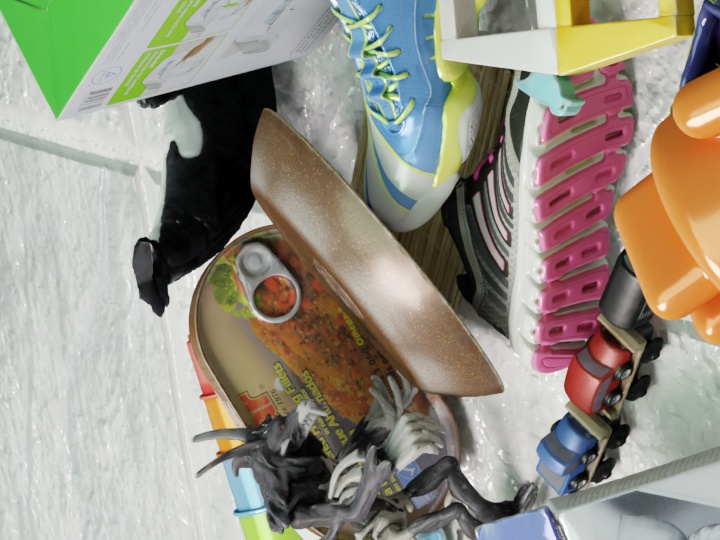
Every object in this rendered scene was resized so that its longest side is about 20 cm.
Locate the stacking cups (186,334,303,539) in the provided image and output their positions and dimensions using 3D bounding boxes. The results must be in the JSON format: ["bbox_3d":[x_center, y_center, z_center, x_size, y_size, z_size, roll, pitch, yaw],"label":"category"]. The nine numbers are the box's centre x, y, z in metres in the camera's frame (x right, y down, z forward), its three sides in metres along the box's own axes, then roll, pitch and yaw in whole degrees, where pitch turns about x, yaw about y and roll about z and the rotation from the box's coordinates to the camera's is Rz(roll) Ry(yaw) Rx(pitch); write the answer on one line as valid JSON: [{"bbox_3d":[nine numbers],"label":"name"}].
[{"bbox_3d":[-0.066,0.131,1.605,0.060,0.060,0.200,-18,93,55],"label":"stacking cups"}]

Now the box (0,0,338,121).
[{"bbox_3d":[-0.075,-0.181,1.331,0.097,0.176,0.200,62,146,14],"label":"box"}]

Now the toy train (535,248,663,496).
[{"bbox_3d":[0.130,0.053,1.312,0.034,0.046,0.200,44,140,28],"label":"toy train"}]

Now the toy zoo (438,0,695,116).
[{"bbox_3d":[0.092,-0.173,1.183,0.131,0.020,0.200,-3,93,35],"label":"toy zoo"}]

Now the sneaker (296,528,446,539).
[{"bbox_3d":[0.012,0.148,1.509,0.082,0.074,0.200,-30,94,47],"label":"sneaker"}]

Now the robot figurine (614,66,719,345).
[{"bbox_3d":[0.203,-0.049,1.057,0.200,0.117,0.144,-36,103,25],"label":"robot figurine"}]

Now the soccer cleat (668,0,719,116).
[{"bbox_3d":[0.165,-0.057,1.171,0.065,0.084,0.200,41,137,32],"label":"soccer cleat"}]

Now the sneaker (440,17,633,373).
[{"bbox_3d":[0.084,-0.046,1.293,0.087,0.074,0.200,32,133,39],"label":"sneaker"}]

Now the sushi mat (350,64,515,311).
[{"bbox_3d":[0.035,-0.058,1.402,0.096,0.012,0.200,41,138,30],"label":"sushi mat"}]

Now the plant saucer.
[{"bbox_3d":[0.000,0.000,1.349,0.200,0.037,0.200,49,176,4],"label":"plant saucer"}]

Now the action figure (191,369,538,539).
[{"bbox_3d":[0.012,0.108,1.383,0.102,0.200,0.119,-62,19,16],"label":"action figure"}]

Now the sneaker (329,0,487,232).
[{"bbox_3d":[0.012,-0.122,1.265,0.076,0.105,0.200,24,102,59],"label":"sneaker"}]

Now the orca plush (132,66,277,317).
[{"bbox_3d":[-0.078,-0.070,1.423,0.071,0.200,0.105,-16,117,31],"label":"orca plush"}]

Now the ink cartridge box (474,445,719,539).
[{"bbox_3d":[0.175,0.193,1.251,0.200,0.041,0.200,-21,94,20],"label":"ink cartridge box"}]

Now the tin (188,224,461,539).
[{"bbox_3d":[-0.023,0.068,1.454,0.200,0.112,0.042,60,160,-2],"label":"tin"}]
